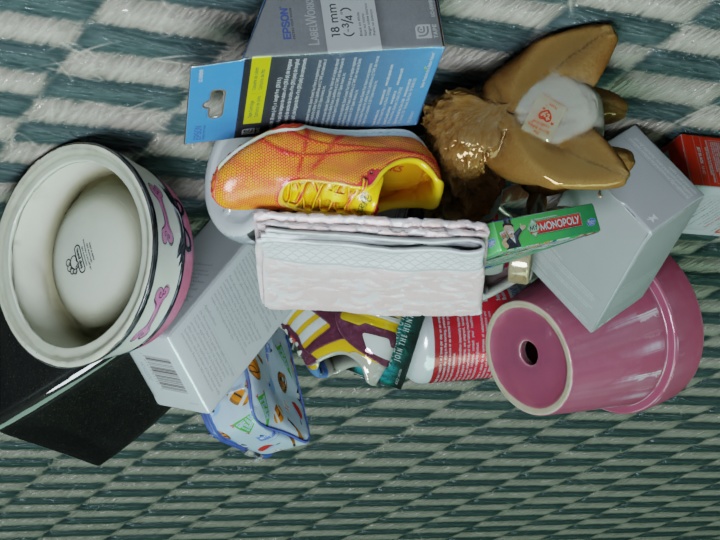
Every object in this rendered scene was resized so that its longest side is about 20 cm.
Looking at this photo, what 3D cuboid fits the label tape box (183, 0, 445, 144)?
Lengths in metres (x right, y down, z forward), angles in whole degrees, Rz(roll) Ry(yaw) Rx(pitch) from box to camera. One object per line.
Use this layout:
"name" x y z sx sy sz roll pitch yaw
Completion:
"label tape box" -0.044 -0.165 1.348 0.200 0.063 0.144 -5 160 -10

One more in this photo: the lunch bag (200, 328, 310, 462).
"lunch bag" -0.124 0.109 1.838 0.075 0.200 0.160 -20 156 19

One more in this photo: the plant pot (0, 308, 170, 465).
"plant pot" -0.264 0.055 1.674 0.177 0.200 0.199 -26 155 15

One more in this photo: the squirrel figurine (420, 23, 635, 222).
"squirrel figurine" 0.142 -0.113 1.492 0.200 0.142 0.187 -11 171 1

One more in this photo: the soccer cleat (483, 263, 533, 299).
"soccer cleat" 0.095 0.005 1.798 0.200 0.086 0.070 -19 118 13

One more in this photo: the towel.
"towel" 0.010 -0.001 1.436 0.200 0.032 0.191 3 161 2

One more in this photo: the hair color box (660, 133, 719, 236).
"hair color box" 0.382 -0.084 1.732 0.200 0.064 0.111 5 156 -28

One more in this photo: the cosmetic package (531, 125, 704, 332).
"cosmetic package" 0.251 -0.039 1.671 0.090 0.107 0.200 -31 161 -29

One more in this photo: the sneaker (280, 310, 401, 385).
"sneaker" -0.055 0.062 1.745 0.200 0.090 0.075 12 172 35

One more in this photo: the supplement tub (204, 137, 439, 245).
"supplement tub" -0.030 -0.072 1.514 0.200 0.123 0.122 10 152 -41

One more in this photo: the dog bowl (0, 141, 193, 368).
"dog bowl" -0.233 -0.012 1.495 0.200 0.201 0.074 -23 163 32

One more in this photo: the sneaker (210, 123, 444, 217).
"sneaker" -0.024 -0.077 1.375 0.200 0.077 0.073 -8 131 -18

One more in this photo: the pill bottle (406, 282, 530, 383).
"pill bottle" 0.109 0.074 1.962 0.200 0.112 0.112 -4 159 -12

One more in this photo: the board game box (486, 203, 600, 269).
"board game box" 0.103 -0.016 1.541 0.134 0.029 0.200 -10 174 -42

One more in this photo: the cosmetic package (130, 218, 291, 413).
"cosmetic package" -0.133 0.029 1.592 0.071 0.200 0.102 7 134 37

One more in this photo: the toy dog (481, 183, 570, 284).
"toy dog" 0.131 -0.061 1.671 0.132 0.096 0.200 12 151 -11

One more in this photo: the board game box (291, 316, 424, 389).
"board game box" 0.002 0.047 1.824 0.135 0.028 0.200 20 143 4

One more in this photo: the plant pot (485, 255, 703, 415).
"plant pot" 0.242 0.073 1.824 0.179 0.200 0.200 -18 169 -39
